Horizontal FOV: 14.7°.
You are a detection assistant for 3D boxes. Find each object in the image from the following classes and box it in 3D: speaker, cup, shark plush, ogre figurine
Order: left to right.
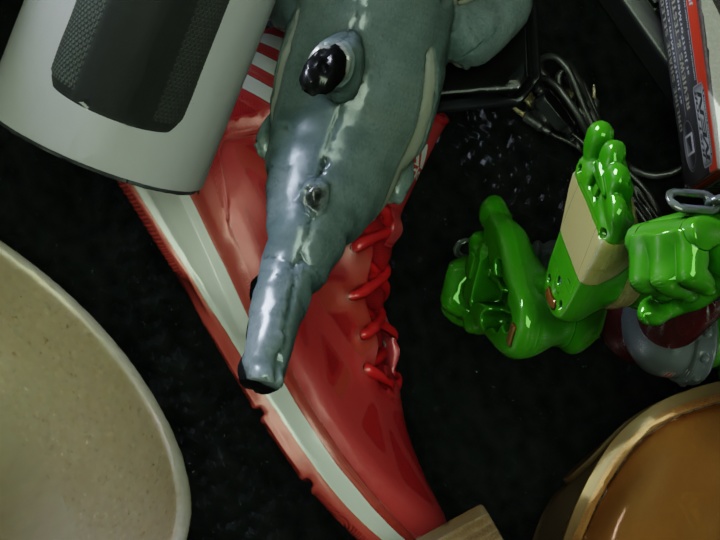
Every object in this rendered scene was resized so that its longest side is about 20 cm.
[{"bbox_3d":[-0.180,0.084,0.949,0.200,0.200,0.143,41,114,2],"label":"cup"},{"bbox_3d":[-0.054,-0.132,0.926,0.081,0.081,0.201,23,101,1],"label":"speaker"},{"bbox_3d":[-0.016,-0.060,0.918,0.091,0.083,0.201,25,72,12],"label":"shark plush"},{"bbox_3d":[0.110,0.004,0.920,0.119,0.200,0.099,5,64,-18],"label":"ogre figurine"}]

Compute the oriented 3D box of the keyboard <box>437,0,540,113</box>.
[{"bbox_3d":[0.009,-0.144,1.015,0.104,0.040,0.201,-3,68,2],"label":"keyboard"}]

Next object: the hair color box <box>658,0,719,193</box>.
[{"bbox_3d":[0.211,-0.090,0.999,0.199,0.061,0.102,-7,85,-6],"label":"hair color box"}]

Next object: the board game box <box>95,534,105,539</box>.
[{"bbox_3d":[-0.016,0.185,1.006,0.199,0.034,0.136,14,87,1],"label":"board game box"}]

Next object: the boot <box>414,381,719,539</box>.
[{"bbox_3d":[0.113,0.131,0.962,0.199,0.077,0.156,-26,78,-29],"label":"boot"}]

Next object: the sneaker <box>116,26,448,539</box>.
[{"bbox_3d":[0.000,0.000,0.996,0.115,0.078,0.200,-33,88,-1],"label":"sneaker"}]

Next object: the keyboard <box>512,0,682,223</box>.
[{"bbox_3d":[0.140,-0.053,1.028,0.127,0.021,0.200,-36,87,-2],"label":"keyboard"}]
